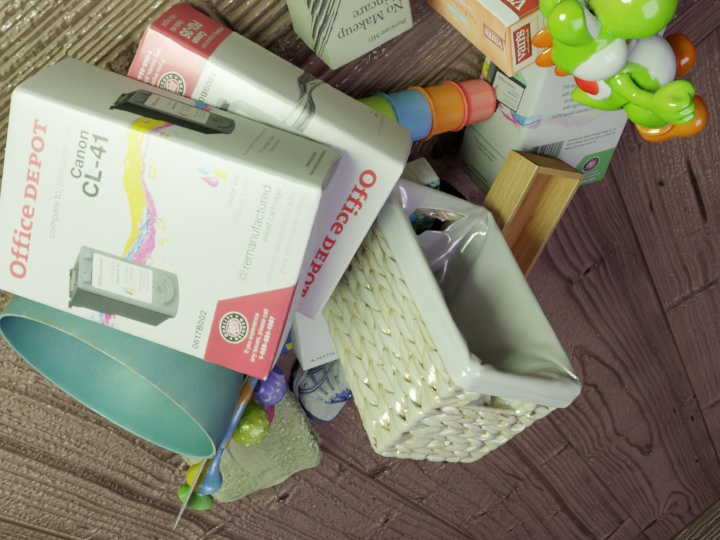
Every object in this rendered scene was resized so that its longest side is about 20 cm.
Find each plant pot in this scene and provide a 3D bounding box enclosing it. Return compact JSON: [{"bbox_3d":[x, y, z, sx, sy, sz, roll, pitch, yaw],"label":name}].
[{"bbox_3d":[-0.170,0.043,0.765,0.135,0.199,0.201,-59,152,-26],"label":"plant pot"}]

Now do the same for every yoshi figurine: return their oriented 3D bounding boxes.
[{"bbox_3d":[0.212,-0.171,0.694,0.200,0.112,0.112,17,103,-49],"label":"yoshi figurine"}]

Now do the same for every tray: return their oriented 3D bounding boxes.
[{"bbox_3d":[0.132,-0.016,0.896,0.098,0.037,0.201,-1,124,-52],"label":"tray"}]

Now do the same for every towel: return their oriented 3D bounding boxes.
[{"bbox_3d":[-0.125,0.194,1.053,0.148,0.037,0.200,-26,141,-5],"label":"towel"}]

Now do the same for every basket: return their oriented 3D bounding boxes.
[{"bbox_3d":[0.060,0.044,0.756,0.135,0.201,0.123,14,132,-40],"label":"basket"}]

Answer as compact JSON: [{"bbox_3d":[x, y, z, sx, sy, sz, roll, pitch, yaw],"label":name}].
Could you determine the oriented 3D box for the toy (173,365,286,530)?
[{"bbox_3d":[-0.106,0.137,0.856,0.047,0.115,0.201,29,108,-7],"label":"toy"}]

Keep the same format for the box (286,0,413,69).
[{"bbox_3d":[-0.023,-0.248,0.655,0.082,0.068,0.200,-31,143,-10],"label":"box"}]

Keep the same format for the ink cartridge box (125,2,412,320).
[{"bbox_3d":[-0.081,-0.078,0.686,0.199,0.083,0.147,28,115,-7],"label":"ink cartridge box"}]

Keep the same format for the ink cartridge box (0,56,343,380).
[{"bbox_3d":[-0.128,-0.034,0.619,0.199,0.086,0.148,17,115,-1],"label":"ink cartridge box"}]

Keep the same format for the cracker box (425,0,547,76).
[{"bbox_3d":[0.159,-0.256,0.749,0.199,0.134,0.058,-32,146,-10],"label":"cracker box"}]

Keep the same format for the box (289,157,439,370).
[{"bbox_3d":[0.000,0.000,0.849,0.144,0.036,0.201,-19,141,-12],"label":"box"}]

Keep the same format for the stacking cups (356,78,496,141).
[{"bbox_3d":[0.037,-0.140,0.836,0.199,0.061,0.061,-20,140,-28],"label":"stacking cups"}]

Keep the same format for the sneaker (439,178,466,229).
[{"bbox_3d":[0.040,-0.053,0.916,0.199,0.066,0.078,15,139,-43],"label":"sneaker"}]

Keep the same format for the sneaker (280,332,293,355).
[{"bbox_3d":[-0.132,0.075,0.920,0.200,0.066,0.079,-39,133,-1],"label":"sneaker"}]

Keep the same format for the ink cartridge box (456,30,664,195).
[{"bbox_3d":[0.192,-0.175,0.907,0.144,0.084,0.201,-16,139,-28],"label":"ink cartridge box"}]

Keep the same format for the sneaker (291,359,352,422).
[{"bbox_3d":[-0.019,0.114,1.033,0.075,0.088,0.201,-15,139,-31],"label":"sneaker"}]
